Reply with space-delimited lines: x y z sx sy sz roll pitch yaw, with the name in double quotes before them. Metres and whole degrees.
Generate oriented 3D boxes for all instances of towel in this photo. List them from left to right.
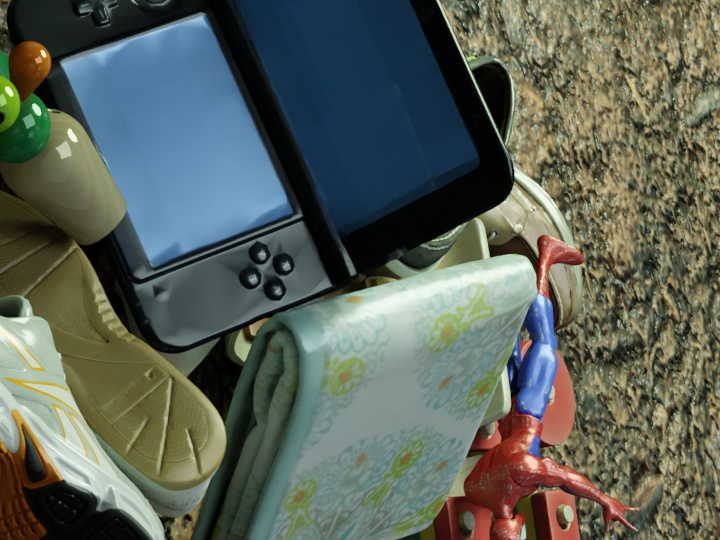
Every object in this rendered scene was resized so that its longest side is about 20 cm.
"towel" -0.002 0.084 1.333 0.171 0.201 0.048 -18 51 -41

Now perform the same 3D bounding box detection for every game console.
"game console" -0.052 -0.086 1.228 0.175 0.116 0.201 -21 84 -26

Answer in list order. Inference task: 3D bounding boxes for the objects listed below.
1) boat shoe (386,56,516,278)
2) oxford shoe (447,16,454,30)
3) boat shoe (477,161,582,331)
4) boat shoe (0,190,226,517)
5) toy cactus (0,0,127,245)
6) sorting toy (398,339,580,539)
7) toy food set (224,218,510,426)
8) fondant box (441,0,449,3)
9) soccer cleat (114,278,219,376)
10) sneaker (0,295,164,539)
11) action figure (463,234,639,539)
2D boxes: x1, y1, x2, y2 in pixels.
"boat shoe" 0.047 -0.066 1.445 0.072 0.060 0.201 44 29 -15
"oxford shoe" -0.051 -0.116 1.343 0.199 0.075 0.071 5 81 -23
"boat shoe" 0.067 -0.042 1.576 0.072 0.076 0.201 -33 89 -45
"boat shoe" -0.147 0.045 1.212 0.071 0.069 0.200 -32 69 -30
"toy cactus" -0.177 -0.074 1.168 0.102 0.200 0.165 -45 115 -12
"sorting toy" 0.069 0.124 1.528 0.200 0.069 0.200 5 75 -54
"toy food set" 0.000 0.000 1.422 0.199 0.060 0.144 20 47 -34
"fondant box" -0.032 -0.200 1.378 0.144 0.199 0.058 50 39 -32
"soccer cleat" -0.108 -0.024 1.339 0.069 0.087 0.201 14 41 -18
"sneaker" -0.147 0.064 1.118 0.200 0.075 0.092 49 36 -43
"action figure" 0.116 0.089 1.480 0.099 0.065 0.201 32 52 -25
